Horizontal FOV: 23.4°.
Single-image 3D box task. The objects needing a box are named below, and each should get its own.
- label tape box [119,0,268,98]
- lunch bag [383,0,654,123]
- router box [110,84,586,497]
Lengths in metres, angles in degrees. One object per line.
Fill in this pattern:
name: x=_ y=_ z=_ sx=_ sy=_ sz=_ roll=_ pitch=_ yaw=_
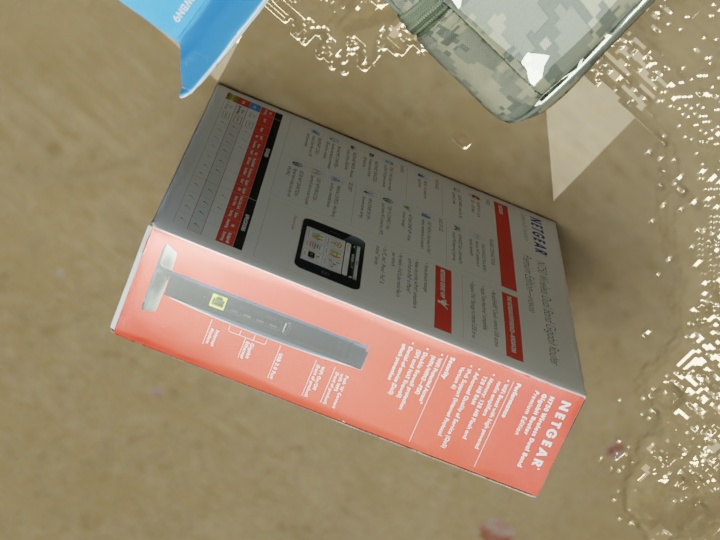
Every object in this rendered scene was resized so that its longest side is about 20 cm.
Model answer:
label tape box: x=-0.064 y=-0.185 z=0.663 sx=0.066 sy=0.201 sz=0.143 roll=22 pitch=124 yaw=-32
lunch bag: x=0.068 y=-0.189 z=0.697 sx=0.168 sy=0.140 sz=0.200 roll=41 pitch=108 yaw=-11
router box: x=0.000 y=0.000 z=0.743 sx=0.178 sy=0.200 sz=0.049 roll=22 pitch=111 yaw=-5
